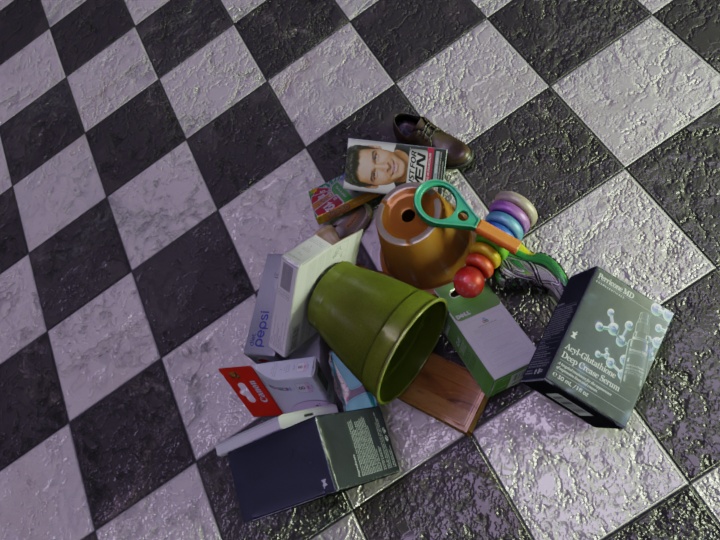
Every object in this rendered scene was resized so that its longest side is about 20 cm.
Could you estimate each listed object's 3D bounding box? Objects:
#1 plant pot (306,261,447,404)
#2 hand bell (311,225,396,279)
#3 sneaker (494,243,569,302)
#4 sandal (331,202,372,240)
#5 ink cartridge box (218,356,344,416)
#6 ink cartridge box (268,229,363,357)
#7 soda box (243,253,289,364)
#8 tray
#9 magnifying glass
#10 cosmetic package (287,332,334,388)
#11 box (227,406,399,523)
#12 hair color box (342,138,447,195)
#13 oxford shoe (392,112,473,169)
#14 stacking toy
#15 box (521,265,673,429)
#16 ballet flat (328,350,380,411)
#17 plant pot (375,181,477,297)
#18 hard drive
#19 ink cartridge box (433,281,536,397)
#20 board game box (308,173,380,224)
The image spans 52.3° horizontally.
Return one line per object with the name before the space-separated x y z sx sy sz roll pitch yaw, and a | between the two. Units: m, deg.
plant pot | 0.016 0.088 1.249 0.191 0.201 0.202 32 80 23
hand bell | 0.000 0.000 1.370 0.197 0.104 0.105 26 77 29
sneaker | 0.290 0.011 1.299 0.085 0.079 0.199 -42 48 -17
sandal | -0.047 -0.064 1.494 0.079 0.054 0.202 27 78 31
ink cartridge box | -0.142 0.232 1.327 0.195 0.164 0.058 -11 42 16
ink cartridge box | -0.080 0.030 1.286 0.044 0.203 0.175 31 39 23
soda box | -0.156 0.072 1.373 0.067 0.064 0.204 2 66 21
tray | 0.128 0.202 1.302 0.197 0.037 0.100 23 76 29
magnifying glass | 0.179 -0.087 1.235 0.197 0.022 0.080 31 72 7
cosmetic package | -0.113 0.132 1.411 0.110 0.081 0.204 -12 61 15
box | -0.074 0.312 1.196 0.194 0.199 0.120 -27 73 27
hair color box | 0.069 -0.198 1.447 0.195 0.061 0.102 7 97 6
oxford shoe | 0.141 -0.266 1.498 0.198 0.085 0.073 28 76 29
stacking toy | 0.224 -0.037 1.270 0.084 0.086 0.202 25 71 30
box | 0.372 0.123 1.161 0.146 0.107 0.203 29 77 -2
ballet flat | -0.004 0.225 1.326 0.074 0.064 0.204 -18 70 7
plant pot | 0.113 -0.062 1.349 0.196 0.184 0.205 -9 62 18
hard drive | -0.147 0.279 1.276 0.199 0.130 0.027 -30 70 42
ink cartridge box | 0.213 0.108 1.275 0.102 0.060 0.202 -20 56 -20
board game box | -0.011 -0.173 1.530 0.196 0.030 0.096 -23 43 4
